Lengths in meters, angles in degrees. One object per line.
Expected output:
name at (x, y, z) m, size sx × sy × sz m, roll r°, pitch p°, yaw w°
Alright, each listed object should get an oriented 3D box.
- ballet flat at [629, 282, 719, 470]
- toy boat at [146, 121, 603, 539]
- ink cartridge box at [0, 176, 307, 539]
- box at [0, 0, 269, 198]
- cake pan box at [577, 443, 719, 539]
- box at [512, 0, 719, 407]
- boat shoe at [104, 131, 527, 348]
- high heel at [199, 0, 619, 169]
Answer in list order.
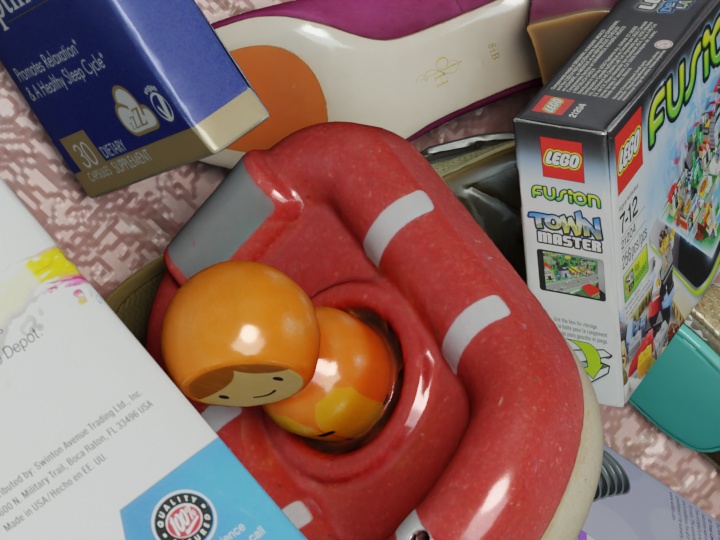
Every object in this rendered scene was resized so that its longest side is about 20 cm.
ballet flat at (0.161, 0.054, 1.172) m, size 0.200 × 0.070 × 0.065 m, roll 47°, pitch 57°, yaw -15°
toy boat at (-0.014, 0.034, 0.991) m, size 0.131 × 0.200 × 0.131 m, roll -49°, pitch 143°, yaw 16°
ink cartridge box at (-0.152, 0.076, 0.965) m, size 0.147 × 0.146 × 0.200 m, roll -36°, pitch 82°, yaw -36°
box at (-0.117, -0.122, 1.050) m, size 0.032 × 0.121 × 0.200 m, roll -35°, pitch 99°, yaw -24°
cake pan box at (0.102, 0.145, 1.090) m, size 0.184 × 0.200 × 0.052 m, roll 32°, pitch 116°, yaw -15°
box at (0.114, -0.051, 1.075) m, size 0.035 × 0.200 × 0.110 m, roll 11°, pitch 126°, yaw 26°
boat shoe at (0.000, 0.000, 1.121) m, size 0.199 × 0.065 × 0.073 m, roll -16°, pitch 100°, yaw 8°
high heel at (0.012, -0.085, 1.135) m, size 0.199 × 0.096 × 0.068 m, roll -4°, pitch 114°, yaw 6°
